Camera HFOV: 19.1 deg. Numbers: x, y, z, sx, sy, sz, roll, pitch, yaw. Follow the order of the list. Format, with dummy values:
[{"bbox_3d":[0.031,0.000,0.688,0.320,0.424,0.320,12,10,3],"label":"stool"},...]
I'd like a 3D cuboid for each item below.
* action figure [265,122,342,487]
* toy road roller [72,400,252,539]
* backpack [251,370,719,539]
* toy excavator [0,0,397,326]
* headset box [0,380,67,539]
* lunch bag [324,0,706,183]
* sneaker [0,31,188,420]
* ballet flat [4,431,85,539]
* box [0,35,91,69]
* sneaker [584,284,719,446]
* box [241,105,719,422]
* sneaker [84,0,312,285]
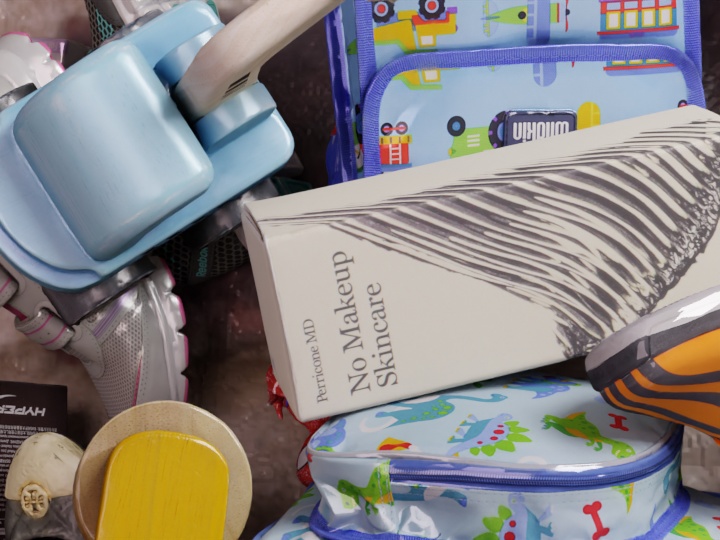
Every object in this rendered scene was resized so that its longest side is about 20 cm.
[{"bbox_3d":[0.000,0.000,0.945,0.065,0.099,0.201,11,90,-5],"label":"action figure"},{"bbox_3d":[-0.130,0.146,0.852,0.145,0.123,0.201,11,81,-7],"label":"toy road roller"},{"bbox_3d":[0.068,0.121,0.851,0.199,0.183,0.148,10,105,18],"label":"backpack"},{"bbox_3d":[-0.067,-0.068,0.861,0.194,0.200,0.100,-32,91,-10],"label":"toy excavator"},{"bbox_3d":[-0.215,0.154,1.002,0.148,0.077,0.201,-7,81,37],"label":"headset box"},{"bbox_3d":[0.065,-0.081,0.920,0.150,0.094,0.201,-5,92,-12],"label":"lunch bag"},{"bbox_3d":[-0.150,-0.003,0.984,0.088,0.081,0.201,-28,89,-26],"label":"sneaker"},{"bbox_3d":[-0.127,0.171,0.933,0.066,0.057,0.201,-9,87,33],"label":"ballet flat"},{"bbox_3d":[-0.228,-0.100,1.077,0.199,0.039,0.042,6,87,21],"label":"box"},{"bbox_3d":[0.178,0.064,0.820,0.078,0.199,0.113,-36,62,49],"label":"sneaker"},{"bbox_3d":[0.058,-0.005,0.861,0.199,0.068,0.083,-14,106,-8],"label":"box"},{"bbox_3d":[-0.103,-0.081,1.008,0.091,0.077,0.201,-31,77,24],"label":"sneaker"}]
